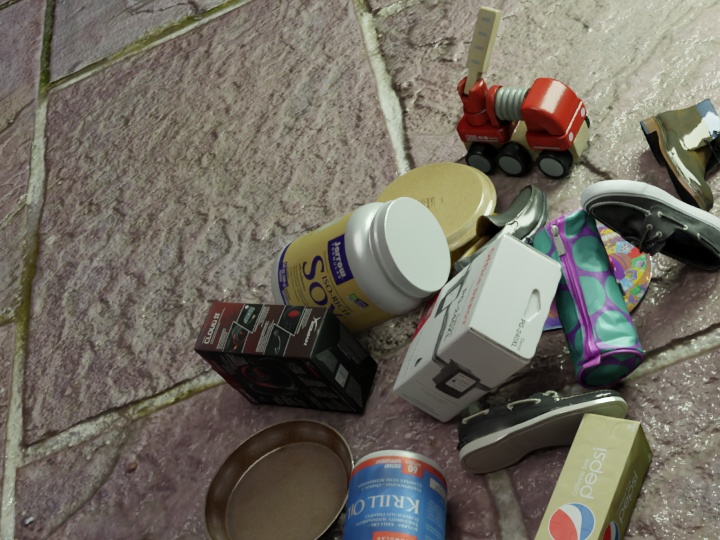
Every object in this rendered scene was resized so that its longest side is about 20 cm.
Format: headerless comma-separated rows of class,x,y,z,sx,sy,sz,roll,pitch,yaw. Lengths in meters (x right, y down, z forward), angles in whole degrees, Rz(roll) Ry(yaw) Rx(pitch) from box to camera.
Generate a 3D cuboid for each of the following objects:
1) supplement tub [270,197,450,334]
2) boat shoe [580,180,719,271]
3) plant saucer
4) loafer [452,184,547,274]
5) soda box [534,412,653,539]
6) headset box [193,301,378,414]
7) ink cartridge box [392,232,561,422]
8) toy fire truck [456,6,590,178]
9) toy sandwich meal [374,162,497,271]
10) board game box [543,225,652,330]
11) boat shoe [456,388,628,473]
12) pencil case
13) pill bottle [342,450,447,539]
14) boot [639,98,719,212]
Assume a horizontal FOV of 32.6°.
supplement tub,0.000,0.000,1.559,0.199,0.145,0.146,-25,37,38
boat shoe,0.346,-0.045,1.437,0.070,0.199,0.067,-41,37,47
plant saucer,-0.094,0.270,1.480,0.199,0.035,0.201,-16,44,16
loafer,0.183,-0.049,1.579,0.073,0.072,0.200,-35,19,48
soda box,0.239,0.250,1.280,0.067,0.064,0.201,6,53,34
headset box,-0.101,0.109,1.550,0.199,0.149,0.075,1,58,32
ink cartridge box,0.133,0.068,1.427,0.200,0.083,0.146,-47,15,54
toy fire truck,0.210,-0.243,1.677,0.175,0.200,0.129,7,54,35
toy sandwich meal,0.096,-0.062,1.673,0.204,0.070,0.206,-15,42,14
board game box,0.261,-0.004,1.534,0.199,0.039,0.159,-11,45,20
boat shoe,0.201,0.167,1.382,0.199,0.074,0.061,-25,45,19
pencil case,0.260,0.032,1.423,0.085,0.092,0.201,-29,58,24
pill bottle,0.035,0.303,1.313,0.112,0.112,0.201,-13,44,19
boot,0.429,-0.151,1.555,0.096,0.075,0.201,-26,39,10
